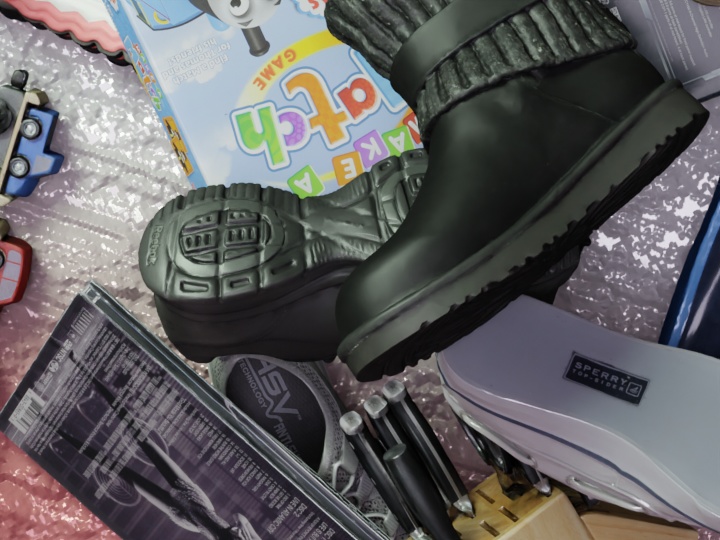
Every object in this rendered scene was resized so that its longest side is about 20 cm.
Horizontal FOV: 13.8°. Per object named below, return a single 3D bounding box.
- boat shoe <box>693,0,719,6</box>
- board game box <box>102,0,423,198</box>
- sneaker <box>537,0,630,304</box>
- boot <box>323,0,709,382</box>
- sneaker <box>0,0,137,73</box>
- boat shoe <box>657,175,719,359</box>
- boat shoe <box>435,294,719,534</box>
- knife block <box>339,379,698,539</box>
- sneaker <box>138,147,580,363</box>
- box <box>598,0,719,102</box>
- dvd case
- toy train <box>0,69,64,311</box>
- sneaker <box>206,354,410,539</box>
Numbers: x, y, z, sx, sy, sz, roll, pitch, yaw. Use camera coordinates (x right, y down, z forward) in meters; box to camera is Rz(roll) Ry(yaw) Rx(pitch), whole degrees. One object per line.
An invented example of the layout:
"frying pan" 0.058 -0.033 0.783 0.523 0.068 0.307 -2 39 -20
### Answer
"boat shoe" 0.205 -0.205 1.325 0.072 0.072 0.200 38 96 2
"board game box" -0.040 -0.130 1.399 0.151 0.037 0.201 -27 95 -19
"sneaker" 0.081 -0.037 1.384 0.079 0.075 0.201 21 116 39
"boot" 0.031 -0.063 1.286 0.211 0.079 0.158 -39 80 -25
"sneaker" -0.142 -0.158 1.435 0.199 0.074 0.087 23 88 -3
"boat shoe" 0.185 0.011 1.397 0.068 0.084 0.201 21 100 1
"boat shoe" 0.126 0.072 1.306 0.199 0.065 0.074 29 64 16
"knife block" 0.062 0.147 1.399 0.175 0.064 0.201 10 98 -20
"sneaker" 0.000 0.000 1.354 0.199 0.091 0.076 -3 56 -2
"box" 0.164 -0.187 1.394 0.157 0.051 0.201 -22 92 10
"dvd case" -0.079 0.105 1.423 0.200 0.149 0.016 42 54 2
"toy train" -0.185 0.000 1.465 0.046 0.034 0.201 16 98 2
"sneaker" -0.021 0.112 1.431 0.075 0.082 0.200 -33 91 9
